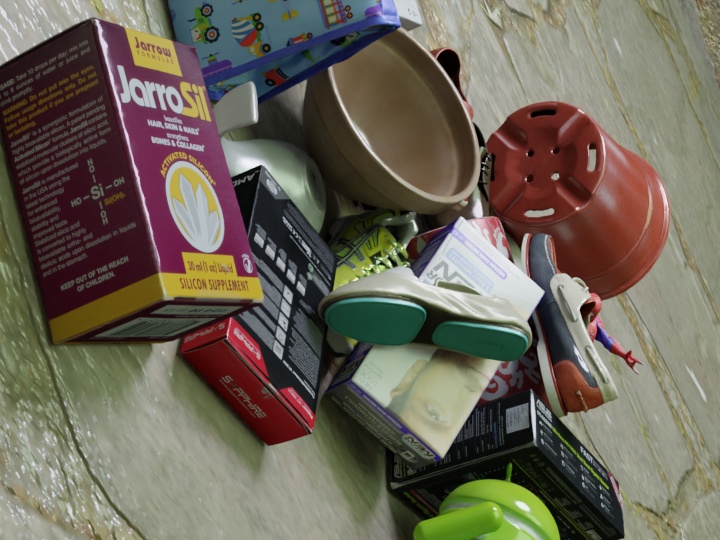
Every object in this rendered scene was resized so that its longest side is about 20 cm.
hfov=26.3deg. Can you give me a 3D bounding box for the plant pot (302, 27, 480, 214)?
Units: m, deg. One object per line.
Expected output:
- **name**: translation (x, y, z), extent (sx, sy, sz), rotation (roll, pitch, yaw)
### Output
- **plant pot**: translation (0.012, -0.130, 1.418), extent (0.200, 0.092, 0.202), rotation (31, 43, -34)

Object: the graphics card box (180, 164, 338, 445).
- **graphics card box**: translation (-0.078, 0.026, 1.248), extent (0.126, 0.050, 0.201), rotation (50, 32, -35)

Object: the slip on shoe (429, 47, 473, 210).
- **slip on shoe**: translation (0.085, -0.150, 1.575), extent (0.074, 0.061, 0.202), rotation (32, 40, -41)

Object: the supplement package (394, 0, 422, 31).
- **supplement package**: translation (-0.035, -0.321, 1.521), extent (0.109, 0.113, 0.202), rotation (1, 70, -64)

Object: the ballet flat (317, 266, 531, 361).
- **ballet flat**: translation (0.053, 0.032, 1.308), extent (0.198, 0.070, 0.070), rotation (14, 53, -23)

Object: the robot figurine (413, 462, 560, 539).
- **robot figurine**: translation (0.102, 0.267, 1.314), extent (0.201, 0.115, 0.176), rotation (-62, 150, -33)

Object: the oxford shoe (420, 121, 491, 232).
- **oxford shoe**: translation (0.107, -0.088, 1.644), extent (0.072, 0.085, 0.201), rotation (8, 44, -13)

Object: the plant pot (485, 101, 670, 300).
- **plant pot**: translation (0.235, -0.087, 1.763), extent (0.195, 0.199, 0.203), rotation (37, 40, -59)

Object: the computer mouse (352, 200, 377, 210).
- **computer mouse**: translation (0.022, -0.105, 1.552), extent (0.199, 0.053, 0.140), rotation (8, 56, -54)

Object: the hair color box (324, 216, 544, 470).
- **hair color box**: translation (0.069, 0.064, 1.370), extent (0.109, 0.065, 0.201), rotation (40, 62, -9)

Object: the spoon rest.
- **spoon rest**: translation (-0.081, -0.090, 1.338), extent (0.200, 0.060, 0.100), rotation (55, 26, -57)

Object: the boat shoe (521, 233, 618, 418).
- **boat shoe**: translation (0.193, 0.045, 1.446), extent (0.071, 0.062, 0.201), rotation (56, 21, -49)

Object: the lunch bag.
- **lunch bag**: translation (-0.061, -0.248, 1.309), extent (0.094, 0.199, 0.152), rotation (9, 63, -61)

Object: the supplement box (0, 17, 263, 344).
- **supplement box**: translation (-0.162, -0.057, 1.077), extent (0.131, 0.102, 0.202), rotation (2, 69, -62)

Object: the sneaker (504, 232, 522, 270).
- **sneaker**: translation (0.128, 0.007, 1.652), extent (0.094, 0.070, 0.201), rotation (58, 30, -33)

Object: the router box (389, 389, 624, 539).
- **router box**: translation (0.139, 0.201, 1.434), extent (0.200, 0.149, 0.063), rotation (46, 33, -42)

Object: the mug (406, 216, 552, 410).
- **mug**: translation (0.114, 0.061, 1.520), extent (0.177, 0.132, 0.202), rotation (28, 46, -80)

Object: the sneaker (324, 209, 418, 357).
- **sneaker**: translation (0.000, 0.000, 1.392), extent (0.076, 0.076, 0.201), rotation (56, 27, -25)

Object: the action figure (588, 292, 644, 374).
- **action figure**: translation (0.225, 0.121, 1.607), extent (0.065, 0.202, 0.099), rotation (-3, 34, -27)
